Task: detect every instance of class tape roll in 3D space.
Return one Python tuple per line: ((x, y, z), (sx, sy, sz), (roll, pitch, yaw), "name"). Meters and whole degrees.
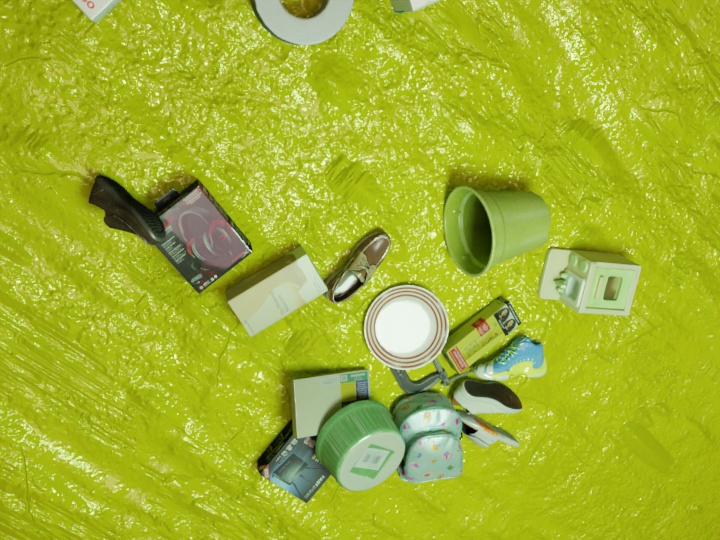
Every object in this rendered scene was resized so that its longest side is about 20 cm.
((-0.114, -0.544, 1.415), (0.199, 0.066, 0.202), (-5, 108, -14), "tape roll")

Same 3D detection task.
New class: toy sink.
((0.551, 0.028, 1.746), (0.198, 0.112, 0.131), (6, 106, -16), "toy sink")

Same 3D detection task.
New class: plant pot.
((0.313, -0.100, 1.617), (0.183, 0.200, 0.202), (-11, 110, -24), "plant pot")

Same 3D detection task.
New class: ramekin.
((0.005, 0.406, 1.658), (0.199, 0.098, 0.201), (-16, 126, -23), "ramekin")

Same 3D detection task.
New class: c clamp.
((0.154, 0.216, 1.755), (0.170, 0.027, 0.201), (-33, 114, 3), "c clamp")

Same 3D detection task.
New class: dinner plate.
((0.107, 0.132, 1.696), (0.198, 0.024, 0.202), (0, 97, -3), "dinner plate")

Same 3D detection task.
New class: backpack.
((0.163, 0.403, 1.749), (0.174, 0.153, 0.202), (-5, 105, -7), "backpack")

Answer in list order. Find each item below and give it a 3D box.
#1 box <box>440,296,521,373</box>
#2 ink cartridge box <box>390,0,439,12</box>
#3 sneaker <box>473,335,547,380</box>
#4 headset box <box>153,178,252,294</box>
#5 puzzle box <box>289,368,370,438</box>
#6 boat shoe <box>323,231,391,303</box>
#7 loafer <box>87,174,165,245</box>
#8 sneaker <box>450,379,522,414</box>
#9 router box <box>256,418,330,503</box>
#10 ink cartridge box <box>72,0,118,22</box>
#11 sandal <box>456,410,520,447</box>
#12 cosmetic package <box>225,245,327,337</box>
((0.286, 0.154, 1.736), (0.199, 0.050, 0.076), (-36, 112, -10), "box")
((0.154, -0.606, 1.430), (0.199, 0.129, 0.126), (-25, 112, -6), "ink cartridge box")
((0.368, 0.212, 1.788), (0.198, 0.076, 0.106), (-1, 96, -22), "sneaker")
((-0.342, -0.078, 1.500), (0.148, 0.075, 0.200), (-37, 112, 1), "headset box")
((-0.065, 0.305, 1.675), (0.199, 0.025, 0.134), (-3, 90, -30), "puzzle box")
((0.000, 0.000, 1.616), (0.076, 0.072, 0.200), (38, 95, -22), "boat shoe")
((-0.459, -0.106, 1.424), (0.071, 0.200, 0.073), (-54, 157, 9), "loafer")
((0.311, 0.325, 1.816), (0.199, 0.073, 0.085), (19, 133, -25), "sneaker")
((-0.128, 0.434, 1.728), (0.150, 0.062, 0.200), (38, 95, -23), "router box")
((-0.463, -0.570, 1.306), (0.200, 0.084, 0.146), (-43, 113, 1), "ink cartridge box")
((0.316, 0.419, 1.830), (0.206, 0.079, 0.059), (29, 96, -23), "sandal")
((-0.184, 0.045, 1.583), (0.199, 0.071, 0.106), (-33, 113, -3), "cosmetic package")
